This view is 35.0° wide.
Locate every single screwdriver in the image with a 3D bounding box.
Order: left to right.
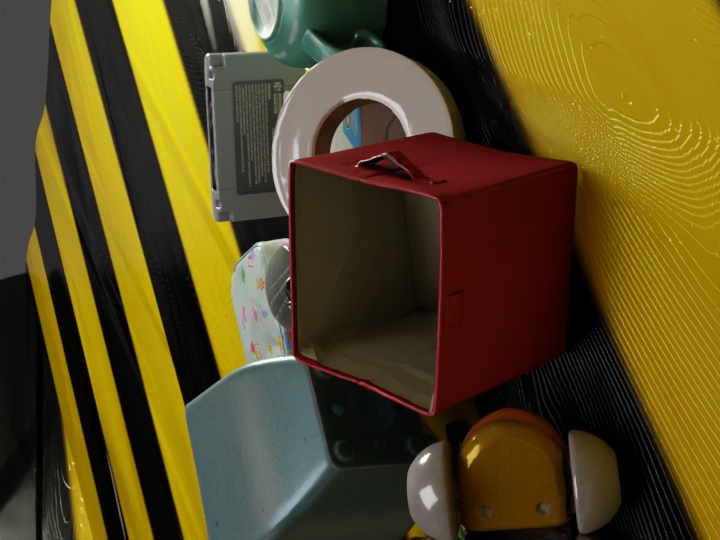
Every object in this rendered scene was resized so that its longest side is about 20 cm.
[{"bbox_3d":[0.115,0.250,1.148,0.028,0.029,0.202,-17,81,65],"label":"screwdriver"}]

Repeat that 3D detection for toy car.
[{"bbox_3d":[0.135,0.216,0.980,0.150,0.173,0.202,-43,-52,-79],"label":"toy car"}]

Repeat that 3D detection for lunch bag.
[{"bbox_3d":[-0.101,0.066,1.490,0.160,0.076,0.202,-38,64,60],"label":"lunch bag"}]

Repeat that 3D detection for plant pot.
[{"bbox_3d":[-0.036,0.179,1.143,0.200,0.194,0.198,-45,51,46],"label":"plant pot"}]

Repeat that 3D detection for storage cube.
[{"bbox_3d":[0.061,-0.009,0.957,0.170,0.179,0.202,17,114,42],"label":"storage cube"}]

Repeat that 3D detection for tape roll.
[{"bbox_3d":[0.006,-0.114,1.118,0.201,0.037,0.205,0,90,26],"label":"tape roll"}]

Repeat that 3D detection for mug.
[{"bbox_3d":[-0.048,-0.291,1.217,0.185,0.113,0.154,34,127,58],"label":"mug"}]

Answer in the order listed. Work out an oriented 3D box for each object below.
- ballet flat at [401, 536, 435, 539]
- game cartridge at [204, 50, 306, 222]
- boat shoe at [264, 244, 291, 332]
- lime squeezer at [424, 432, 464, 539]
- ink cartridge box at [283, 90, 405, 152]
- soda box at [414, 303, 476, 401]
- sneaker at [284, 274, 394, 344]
[{"bbox_3d":[0.086,0.322,1.208,0.200,0.070,0.066,33,101,57],"label":"ballet flat"},{"bbox_3d":[-0.119,-0.164,1.386,0.041,0.132,0.202,25,120,59],"label":"game cartridge"},{"bbox_3d":[-0.051,0.050,1.373,0.075,0.064,0.202,-54,51,19],"label":"boat shoe"},{"bbox_3d":[0.074,0.214,1.177,0.071,0.037,0.201,86,164,-52],"label":"lime squeezer"},{"bbox_3d":[-0.016,-0.139,1.254,0.200,0.066,0.117,23,117,61],"label":"ink cartridge box"},{"bbox_3d":[0.065,0.033,1.144,0.201,0.064,0.068,69,152,26],"label":"soda box"},{"bbox_3d":[-0.040,0.029,1.136,0.200,0.087,0.076,132,150,-55],"label":"sneaker"}]
